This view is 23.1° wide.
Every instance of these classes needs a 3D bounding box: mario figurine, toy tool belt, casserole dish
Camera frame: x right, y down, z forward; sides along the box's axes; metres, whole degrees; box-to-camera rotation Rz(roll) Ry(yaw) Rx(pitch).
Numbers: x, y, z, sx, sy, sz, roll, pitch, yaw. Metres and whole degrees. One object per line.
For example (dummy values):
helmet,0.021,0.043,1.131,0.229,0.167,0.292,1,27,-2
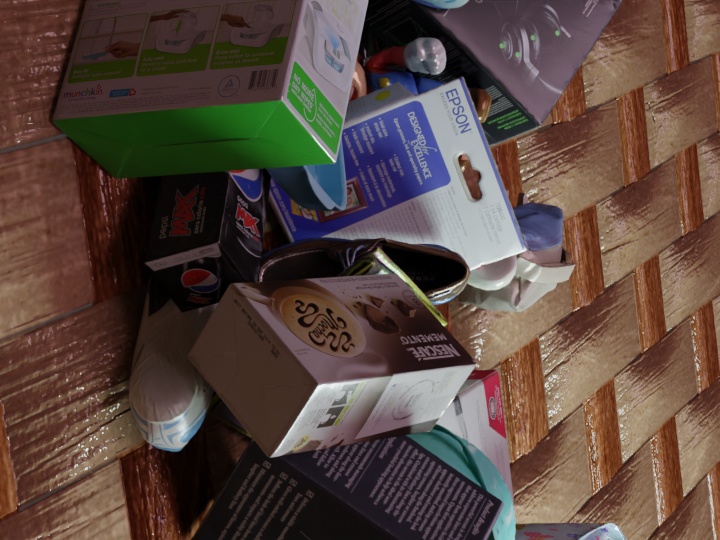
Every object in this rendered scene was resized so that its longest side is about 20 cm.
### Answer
mario figurine,0.013,-0.147,1.575,0.106,0.199,0.124,136,-31,-71
toy tool belt,0.179,-0.037,1.946,0.200,0.124,0.124,-32,124,-60
casserole dish,-0.055,-0.134,1.441,0.121,0.039,0.201,48,29,-53

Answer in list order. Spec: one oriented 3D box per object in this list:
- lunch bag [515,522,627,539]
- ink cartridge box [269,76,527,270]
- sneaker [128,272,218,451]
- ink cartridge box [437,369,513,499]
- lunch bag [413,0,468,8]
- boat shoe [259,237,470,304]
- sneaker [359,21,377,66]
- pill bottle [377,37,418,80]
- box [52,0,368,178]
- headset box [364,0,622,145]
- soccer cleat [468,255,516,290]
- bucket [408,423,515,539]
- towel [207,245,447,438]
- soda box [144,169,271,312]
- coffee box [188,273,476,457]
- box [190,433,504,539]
lunch bag,0.182,0.329,1.866,0.200,0.168,0.128,-18,102,-62
ink cartridge box,0.026,-0.066,1.577,0.047,0.199,0.198,-108,175,-56
sneaker,-0.139,0.050,1.394,0.073,0.071,0.201,96,6,-55
ink cartridge box,0.073,0.193,1.761,0.200,0.083,0.146,-21,107,-61
lunch bag,0.030,-0.329,1.529,0.199,0.082,0.162,15,69,-21
boat shoe,0.000,0.000,1.534,0.072,0.198,0.073,154,-71,-73
sneaker,0.034,-0.148,1.673,0.076,0.113,0.201,-54,137,-79
pill bottle,0.075,-0.221,1.751,0.116,0.115,0.202,-7,89,-62
box,-0.109,-0.173,1.316,0.097,0.199,0.178,47,47,-52
headset box,0.129,-0.243,1.657,0.200,0.093,0.175,41,65,-16
soccer cleat,0.089,-0.031,1.717,0.069,0.200,0.078,-27,133,-20
bucket,0.040,0.238,1.574,0.135,0.206,0.209,-24,110,-72
towel,-0.030,0.076,1.500,0.144,0.200,0.023,44,9,-51
soda box,-0.114,-0.067,1.391,0.201,0.070,0.063,-86,152,-42
coffee box,-0.018,0.070,1.365,0.199,0.113,0.080,-2,133,-50
box,-0.012,0.205,1.422,0.149,0.199,0.107,-57,177,39
